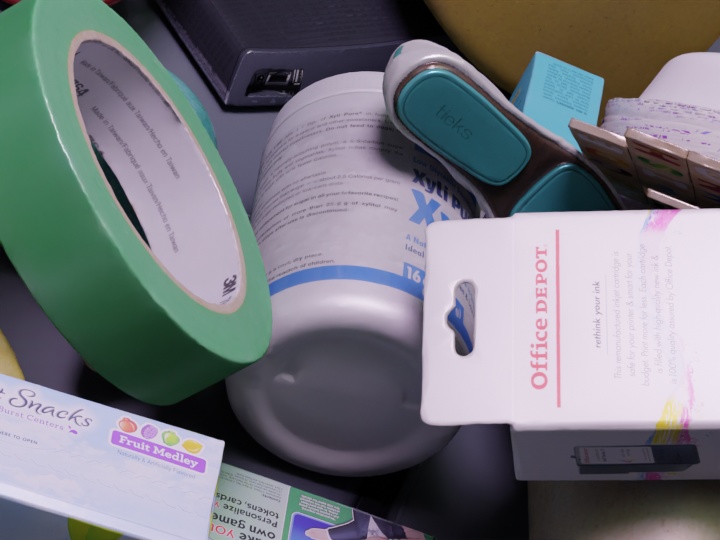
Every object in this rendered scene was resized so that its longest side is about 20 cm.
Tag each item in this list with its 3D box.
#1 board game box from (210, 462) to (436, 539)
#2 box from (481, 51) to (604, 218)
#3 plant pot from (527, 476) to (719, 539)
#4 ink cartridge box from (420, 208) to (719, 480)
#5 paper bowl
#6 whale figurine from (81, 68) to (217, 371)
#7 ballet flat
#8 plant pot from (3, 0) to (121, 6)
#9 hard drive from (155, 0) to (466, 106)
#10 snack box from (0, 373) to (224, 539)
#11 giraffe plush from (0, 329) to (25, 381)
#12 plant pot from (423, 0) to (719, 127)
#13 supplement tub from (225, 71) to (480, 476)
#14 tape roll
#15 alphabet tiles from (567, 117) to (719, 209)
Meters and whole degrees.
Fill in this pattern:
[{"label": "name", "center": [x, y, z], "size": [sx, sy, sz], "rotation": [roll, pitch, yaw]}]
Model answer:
[{"label": "board game box", "center": [-0.064, 0.156, 0.957], "size": [0.199, 0.029, 0.135], "rotation": [21, 42, -10]}, {"label": "box", "center": [0.099, -0.035, 1.192], "size": [0.049, 0.082, 0.200], "rotation": [21, 46, -5]}, {"label": "plant pot", "center": [0.163, 0.107, 1.033], "size": [0.200, 0.201, 0.184], "rotation": [20, 52, -10]}, {"label": "ink cartridge box", "center": [0.131, 0.036, 0.944], "size": [0.199, 0.067, 0.118], "rotation": [0, 62, 7]}, {"label": "paper bowl", "center": [0.248, -0.071, 1.234], "size": [0.200, 0.105, 0.201], "rotation": [14, -2, 0]}, {"label": "whale figurine", "center": [-0.127, -0.037, 1.061], "size": [0.158, 0.104, 0.200], "rotation": [4, 46, -27]}, {"label": "ballet flat", "center": [0.084, -0.057, 1.070], "size": [0.200, 0.069, 0.070], "rotation": [43, 33, -28]}, {"label": "plant pot", "center": [-0.163, -0.280, 1.228], "size": [0.200, 0.201, 0.183], "rotation": [33, 32, 5]}, {"label": "hard drive", "center": [-0.030, -0.172, 1.303], "size": [0.199, 0.042, 0.135], "rotation": [-10, 54, -37]}, {"label": "snack box", "center": [-0.165, 0.128, 0.795], "size": [0.168, 0.200, 0.068], "rotation": [19, 41, -12]}, {"label": "giraffe plush", "center": [-0.258, 0.016, 0.903], "size": [0.172, 0.162, 0.201], "rotation": [8, 74, -28]}, {"label": "plant pot", "center": [0.124, -0.232, 1.304], "size": [0.199, 0.194, 0.196], "rotation": [13, 41, -39]}, {"label": "supplement tub", "center": [0.000, 0.000, 1.076], "size": [0.131, 0.132, 0.200], "rotation": [19, 42, -12]}, {"label": "tape roll", "center": [-0.113, -0.036, 0.926], "size": [0.201, 0.048, 0.201], "rotation": [55, 17, -26]}, {"label": "alphabet tiles", "center": [0.194, -0.035, 1.046], "size": [0.167, 0.008, 0.200], "rotation": [23, -3, 14]}]
